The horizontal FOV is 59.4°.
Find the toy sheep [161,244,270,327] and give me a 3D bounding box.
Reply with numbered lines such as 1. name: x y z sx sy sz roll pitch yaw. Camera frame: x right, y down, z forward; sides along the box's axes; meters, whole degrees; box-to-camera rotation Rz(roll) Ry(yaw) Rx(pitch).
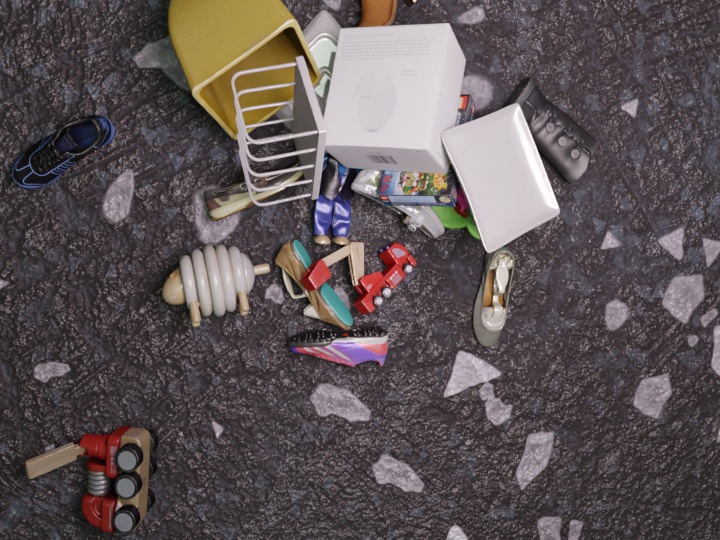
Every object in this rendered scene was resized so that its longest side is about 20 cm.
1. toy sheep: -0.257 0.020 1.134 0.194 0.137 0.143 -11 100 -20

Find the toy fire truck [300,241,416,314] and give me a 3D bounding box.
1. toy fire truck: 0.000 0.000 1.171 0.200 0.048 0.142 -44 101 -23

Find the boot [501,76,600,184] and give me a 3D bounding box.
1. boot: 0.343 -0.238 1.211 0.199 0.066 0.166 39 93 -15

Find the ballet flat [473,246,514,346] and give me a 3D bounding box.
1. ballet flat: 0.262 0.054 1.237 0.065 0.064 0.207 5 98 -8

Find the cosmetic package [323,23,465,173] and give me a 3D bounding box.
1. cosmetic package: 0.055 -0.281 1.044 0.194 0.122 0.207 8 83 25

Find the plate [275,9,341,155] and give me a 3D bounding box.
1. plate: -0.065 -0.333 1.156 0.200 0.032 0.200 -46 102 0

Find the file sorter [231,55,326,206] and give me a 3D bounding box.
1. file sorter: -0.136 -0.216 1.031 0.121 0.201 0.143 -13 70 -13

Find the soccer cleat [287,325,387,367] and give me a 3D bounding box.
1. soccer cleat: -0.042 0.153 1.212 0.193 0.068 0.076 -3 106 -8

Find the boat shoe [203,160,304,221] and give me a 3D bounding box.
1. boat shoe: -0.193 -0.157 1.143 0.196 0.073 0.066 -27 104 -4

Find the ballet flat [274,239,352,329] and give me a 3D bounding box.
1. ballet flat: -0.095 0.040 1.193 0.071 0.068 0.202 -33 101 19

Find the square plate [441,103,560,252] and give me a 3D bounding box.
1. square plate: 0.230 -0.155 1.042 0.195 0.028 0.205 -25 93 -31

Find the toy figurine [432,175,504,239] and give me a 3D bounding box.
1. toy figurine: 0.213 -0.128 1.144 0.200 0.184 0.151 43 91 -11

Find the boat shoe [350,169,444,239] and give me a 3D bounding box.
1. boat shoe: 0.072 -0.120 1.174 0.200 0.074 0.066 38 85 -19

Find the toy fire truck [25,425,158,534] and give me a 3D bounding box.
1. toy fire truck: -0.493 0.384 1.165 0.193 0.129 0.183 7 98 4

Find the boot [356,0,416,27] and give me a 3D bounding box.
1. boot: 0.013 -0.504 1.119 0.200 0.077 0.156 -44 101 0

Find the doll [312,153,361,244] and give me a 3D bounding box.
1. doll: -0.039 -0.154 1.169 0.132 0.048 0.207 2 103 -25

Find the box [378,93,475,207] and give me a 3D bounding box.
1. box: 0.117 -0.211 1.103 0.133 0.038 0.206 3 67 28

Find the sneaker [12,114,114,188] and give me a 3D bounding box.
1. sneaker: -0.522 -0.208 1.090 0.197 0.078 0.071 -34 101 -2

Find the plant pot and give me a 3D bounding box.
1. plant pot: -0.206 -0.384 1.048 0.192 0.194 0.203 -32 76 3
